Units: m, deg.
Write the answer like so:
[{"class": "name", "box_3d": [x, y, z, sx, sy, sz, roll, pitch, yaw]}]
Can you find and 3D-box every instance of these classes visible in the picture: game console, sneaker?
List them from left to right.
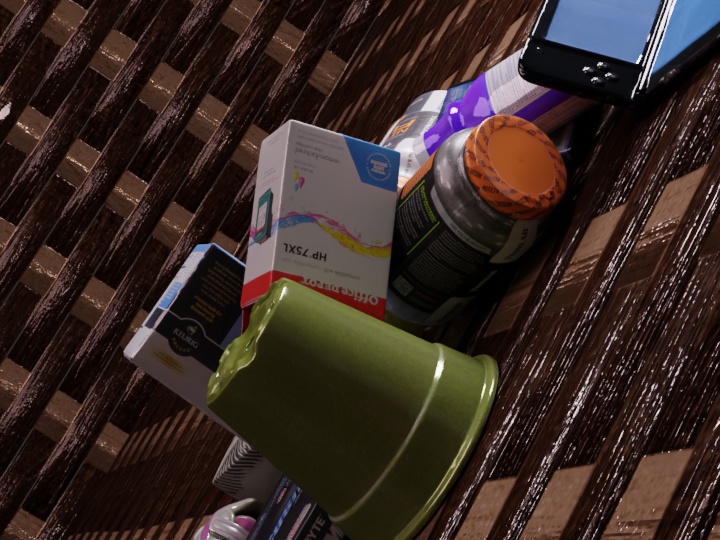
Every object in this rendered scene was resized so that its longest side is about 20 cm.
[{"class": "sneaker", "box_3d": [-0.142, 0.292, 1.639, 0.088, 0.081, 0.200, -50, 7, 24]}, {"class": "game console", "box_3d": [0.242, -0.244, 1.371, 0.119, 0.171, 0.201, 94, -163, -49]}]

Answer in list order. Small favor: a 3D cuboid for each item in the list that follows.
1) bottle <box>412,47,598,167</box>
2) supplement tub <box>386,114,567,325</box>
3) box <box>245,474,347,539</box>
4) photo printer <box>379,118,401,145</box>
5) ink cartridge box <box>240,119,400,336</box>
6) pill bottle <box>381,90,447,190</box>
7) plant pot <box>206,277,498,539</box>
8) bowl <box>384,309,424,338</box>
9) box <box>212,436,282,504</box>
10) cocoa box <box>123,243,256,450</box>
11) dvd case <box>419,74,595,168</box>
[{"class": "bottle", "box_3d": [0.139, -0.150, 1.476, 0.199, 0.065, 0.084, -32, 42, 24]}, {"class": "supplement tub", "box_3d": [0.092, -0.045, 1.446, 0.200, 0.122, 0.123, -45, 15, 49]}, {"class": "box", "box_3d": [-0.034, 0.201, 1.516, 0.201, 0.049, 0.198, -60, 9, -10]}, {"class": "photo printer", "box_3d": [0.058, -0.126, 2.027, 0.167, 0.069, 0.200, -59, 10, -11]}, {"class": "ink cartridge box", "box_3d": [-0.036, -0.017, 1.420, 0.067, 0.115, 0.202, -26, 55, 59]}, {"class": "pill bottle", "box_3d": [0.067, -0.108, 1.753, 0.106, 0.106, 0.200, -49, 5, 37]}, {"class": "plant pot", "box_3d": [-0.020, 0.107, 1.321, 0.201, 0.189, 0.200, -55, 10, 14]}, {"class": "bowl", "box_3d": [0.000, 0.000, 1.595, 0.108, 0.200, 0.200, -47, 7, -13]}, {"class": "box", "box_3d": [-0.085, 0.187, 1.746, 0.200, 0.068, 0.083, -45, 15, 53]}, {"class": "cocoa box", "box_3d": [-0.102, 0.082, 1.497, 0.132, 0.199, 0.133, -55, 10, -7]}, {"class": "dvd case", "box_3d": [0.144, -0.144, 1.544, 0.199, 0.018, 0.144, -14, 45, 43]}]
